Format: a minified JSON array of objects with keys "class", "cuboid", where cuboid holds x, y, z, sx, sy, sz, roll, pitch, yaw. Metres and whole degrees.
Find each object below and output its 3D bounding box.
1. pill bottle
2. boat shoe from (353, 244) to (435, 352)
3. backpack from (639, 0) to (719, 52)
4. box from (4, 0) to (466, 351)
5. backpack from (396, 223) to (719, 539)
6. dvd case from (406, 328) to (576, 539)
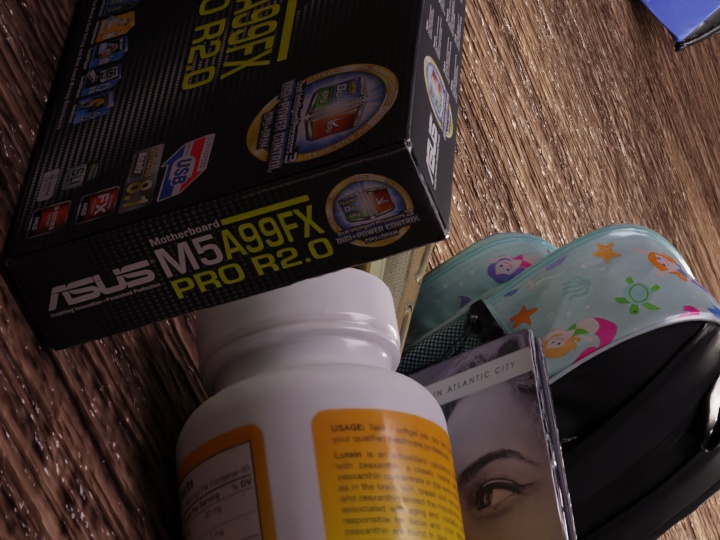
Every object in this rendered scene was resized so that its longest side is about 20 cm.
[{"class":"pill bottle","cuboid":[-0.014,0.105,1.081,0.111,0.111,0.201,46,32,-61]},{"class":"boat shoe","cuboid":[0.002,0.000,1.318,0.201,0.073,0.063,-77,145,-54]},{"class":"backpack","cuboid":[0.342,-0.327,2.715,0.168,0.162,0.200,55,16,4]},{"class":"box","cuboid":[-0.042,-0.063,1.056,0.200,0.160,0.044,-83,152,-54]},{"class":"backpack","cuboid":[0.094,0.071,1.348,0.178,0.199,0.151,55,4,-48]},{"class":"dvd case","cuboid":[0.025,0.139,1.122,0.016,0.148,0.201,27,48,-51]}]
